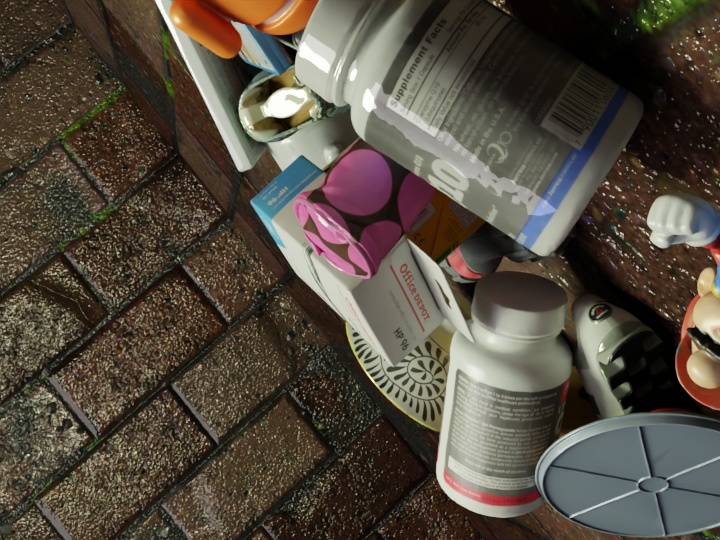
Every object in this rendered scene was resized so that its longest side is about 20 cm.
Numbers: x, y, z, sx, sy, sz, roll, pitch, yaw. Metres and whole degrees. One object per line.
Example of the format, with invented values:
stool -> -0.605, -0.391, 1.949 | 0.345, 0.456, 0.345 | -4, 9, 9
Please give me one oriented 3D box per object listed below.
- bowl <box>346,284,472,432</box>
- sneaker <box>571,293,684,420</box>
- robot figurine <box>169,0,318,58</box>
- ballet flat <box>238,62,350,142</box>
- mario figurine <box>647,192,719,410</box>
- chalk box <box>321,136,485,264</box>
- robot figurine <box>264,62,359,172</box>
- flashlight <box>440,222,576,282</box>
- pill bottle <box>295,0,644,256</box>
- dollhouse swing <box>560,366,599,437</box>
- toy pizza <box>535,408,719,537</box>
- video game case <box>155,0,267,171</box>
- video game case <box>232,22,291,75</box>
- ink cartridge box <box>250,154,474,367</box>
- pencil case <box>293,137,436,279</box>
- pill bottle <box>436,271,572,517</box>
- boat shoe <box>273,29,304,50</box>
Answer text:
bowl -> 0.089, 0.080, 1.066 | 0.199, 0.094, 0.202 | 34, -154, -18
sneaker -> 0.234, 0.097, 0.825 | 0.089, 0.073, 0.202 | 53, 169, 49
robot figurine -> -0.093, -0.251, 0.698 | 0.198, 0.147, 0.116 | 16, 154, -39
ballet flat -> -0.079, -0.162, 0.886 | 0.075, 0.074, 0.199 | 53, 147, -16
mario figurine -> 0.217, 0.024, 0.508 | 0.201, 0.104, 0.125 | 82, -178, -57
chalk box -> 0.042, -0.081, 0.862 | 0.125, 0.123, 0.200 | 50, 171, -8
robot figurine -> -0.035, -0.133, 1.029 | 0.201, 0.112, 0.170 | 57, -176, -31
flashlight -> 0.131, -0.027, 0.846 | 0.068, 0.068, 0.200 | 46, 165, -9
pill bottle -> 0.064, -0.108, 0.577 | 0.198, 0.115, 0.114 | 34, 167, 7
dollhouse swing -> 0.222, 0.118, 1.017 | 0.178, 0.179, 0.201 | 4, 155, 11
toy pizza -> 0.249, 0.171, 0.790 | 0.201, 0.197, 0.032 | 60, -153, -42
video game case -> -0.143, -0.236, 1.019 | 0.183, 0.022, 0.202 | -69, -41, -57
video game case -> -0.130, -0.253, 0.858 | 0.144, 0.018, 0.200 | 54, 176, -23
ink cartridge box -> 0.000, 0.000, 0.788 | 0.200, 0.068, 0.117 | 40, 167, 41
pencil case -> 0.028, -0.089, 0.680 | 0.093, 0.201, 0.091 | 7, 143, 53
pill bottle -> 0.131, 0.109, 0.831 | 0.110, 0.109, 0.203 | 37, 130, 50
boat shoe -> -0.063, -0.241, 0.908 | 0.202, 0.065, 0.075 | 45, 168, 30
